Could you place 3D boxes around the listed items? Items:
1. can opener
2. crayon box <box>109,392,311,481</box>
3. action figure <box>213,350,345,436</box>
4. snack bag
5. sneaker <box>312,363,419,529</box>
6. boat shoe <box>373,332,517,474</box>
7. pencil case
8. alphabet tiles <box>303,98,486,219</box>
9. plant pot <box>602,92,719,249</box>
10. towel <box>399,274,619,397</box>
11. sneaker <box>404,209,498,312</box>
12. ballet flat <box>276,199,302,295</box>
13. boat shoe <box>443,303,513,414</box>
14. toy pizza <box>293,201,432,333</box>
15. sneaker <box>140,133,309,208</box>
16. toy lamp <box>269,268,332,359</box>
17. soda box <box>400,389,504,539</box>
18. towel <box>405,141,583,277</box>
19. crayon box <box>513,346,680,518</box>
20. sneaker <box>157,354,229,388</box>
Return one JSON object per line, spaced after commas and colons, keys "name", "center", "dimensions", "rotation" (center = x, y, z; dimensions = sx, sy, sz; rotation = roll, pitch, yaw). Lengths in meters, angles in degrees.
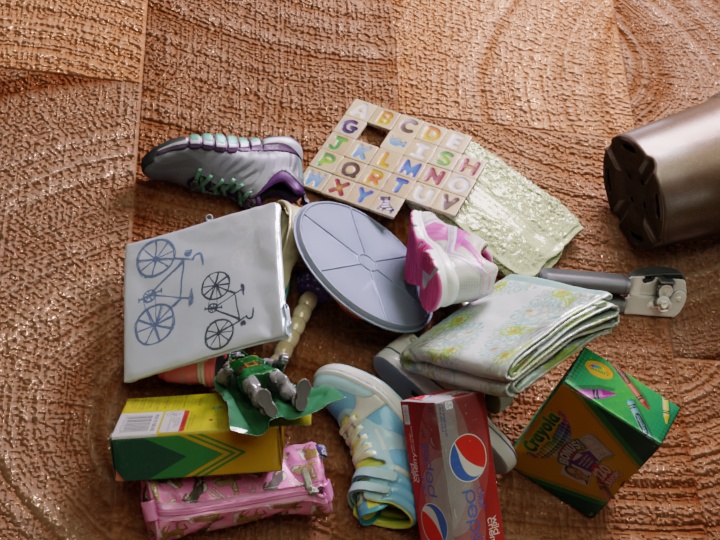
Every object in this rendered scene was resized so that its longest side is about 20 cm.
{"name": "can opener", "center": [0.309, 0.025, 1.713], "dimensions": [0.200, 0.053, 0.066], "rotation": [2, 23, -15]}
{"name": "crayon box", "center": [-0.147, 0.167, 1.425], "dimensions": [0.200, 0.127, 0.051], "rotation": [-4, 102, 0]}
{"name": "action figure", "center": [-0.105, 0.114, 1.423], "dimensions": [0.118, 0.200, 0.055], "rotation": [-10, 101, -19]}
{"name": "snack bag", "center": [-0.169, 0.020, 1.513], "dimensions": [0.200, 0.021, 0.189], "rotation": [-17, 53, 13]}
{"name": "sneaker", "center": [0.005, 0.197, 1.499], "dimensions": [0.200, 0.080, 0.131], "rotation": [36, 55, 10]}
{"name": "boat shoe", "center": [0.108, 0.144, 1.567], "dimensions": [0.200, 0.071, 0.070], "rotation": [39, 62, 19]}
{"name": "pencil case", "center": [-0.130, 0.230, 1.435], "dimensions": [0.200, 0.087, 0.083], "rotation": [-7, 54, -16]}
{"name": "alphabet tiles", "center": [0.046, -0.132, 1.731], "dimensions": [0.200, 0.008, 0.167], "rotation": [20, 54, 17]}
{"name": "plant pot", "center": [0.429, -0.122, 1.757], "dimensions": [0.198, 0.200, 0.200], "rotation": [-17, 64, -14]}
{"name": "towel", "center": [0.158, 0.066, 1.488], "dimensions": [0.171, 0.200, 0.048], "rotation": [-30, 109, -26]}
{"name": "sneaker", "center": [0.103, -0.010, 1.587], "dimensions": [0.088, 0.081, 0.200], "rotation": [0, 26, -11]}
{"name": "ballet flat", "center": [-0.109, -0.007, 1.600], "dimensions": [0.069, 0.069, 0.200], "rotation": [22, 48, 0]}
{"name": "boat shoe", "center": [0.151, 0.072, 1.620], "dimensions": [0.069, 0.071, 0.200], "rotation": [-7, 59, -17]}
{"name": "toy pizza", "center": [0.000, 0.000, 1.616], "dimensions": [0.200, 0.032, 0.200], "rotation": [30, 31, -20]}
{"name": "sneaker", "center": [-0.158, -0.112, 1.657], "dimensions": [0.200, 0.074, 0.088], "rotation": [-5, 65, -19]}
{"name": "toy lamp", "center": [-0.086, 0.088, 1.559], "dimensions": [0.058, 0.058, 0.200], "rotation": [26, 53, 2]}
{"name": "soda box", "center": [0.099, 0.228, 1.451], "dimensions": [0.070, 0.063, 0.200], "rotation": [-9, 92, -35]}
{"name": "towel", "center": [0.169, -0.074, 1.740], "dimensions": [0.200, 0.036, 0.148], "rotation": [37, 56, 10]}
{"name": "crayon box", "center": [0.247, 0.179, 1.499], "dimensions": [0.119, 0.200, 0.058], "rotation": [33, 56, 7]}
{"name": "sneaker", "center": [-0.188, 0.042, 1.551], "dimensions": [0.087, 0.074, 0.200], "rotation": [-3, 50, 6]}
